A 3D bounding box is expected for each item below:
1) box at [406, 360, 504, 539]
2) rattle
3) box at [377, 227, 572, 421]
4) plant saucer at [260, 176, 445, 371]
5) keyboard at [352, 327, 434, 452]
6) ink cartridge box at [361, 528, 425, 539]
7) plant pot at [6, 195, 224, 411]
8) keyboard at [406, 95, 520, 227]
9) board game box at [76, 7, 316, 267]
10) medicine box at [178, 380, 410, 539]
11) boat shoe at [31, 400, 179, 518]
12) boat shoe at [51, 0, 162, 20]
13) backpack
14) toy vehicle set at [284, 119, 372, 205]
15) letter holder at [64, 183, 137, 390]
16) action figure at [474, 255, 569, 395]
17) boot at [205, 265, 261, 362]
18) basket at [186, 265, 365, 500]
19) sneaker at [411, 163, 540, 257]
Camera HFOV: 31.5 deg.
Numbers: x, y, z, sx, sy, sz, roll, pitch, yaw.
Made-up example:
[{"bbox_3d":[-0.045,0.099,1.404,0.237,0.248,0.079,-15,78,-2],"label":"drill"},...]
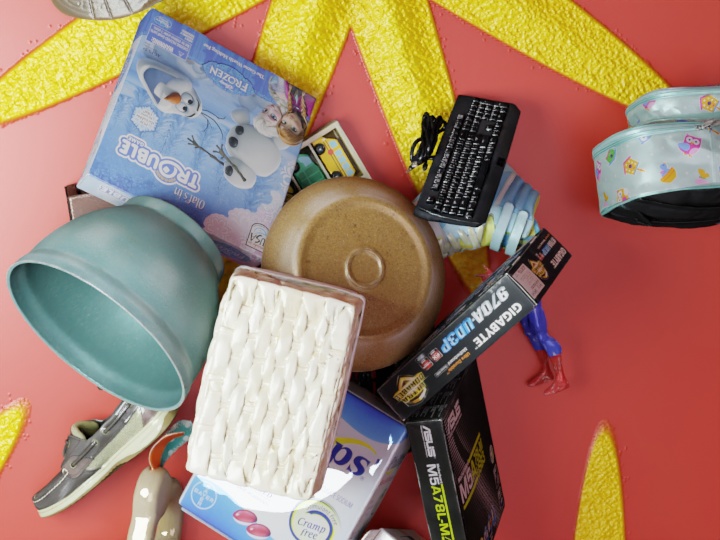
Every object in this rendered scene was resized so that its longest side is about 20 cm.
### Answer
[{"bbox_3d":[0.108,0.215,1.399,0.047,0.200,0.195,-6,104,17],"label":"box"},{"bbox_3d":[-0.256,0.244,1.370,0.142,0.130,0.202,15,121,25],"label":"rattle"},{"bbox_3d":[0.119,0.054,1.316,0.046,0.159,0.200,46,118,2],"label":"box"},{"bbox_3d":[0.000,0.000,1.286,0.198,0.035,0.202,3,80,-19],"label":"plant saucer"},{"bbox_3d":[0.034,0.114,1.446,0.103,0.040,0.202,-10,109,-25],"label":"keyboard"},{"bbox_3d":[0.025,0.348,1.400,0.067,0.200,0.117,38,91,20],"label":"ink cartridge box"},{"bbox_3d":[-0.211,0.016,1.202,0.200,0.200,0.134,45,59,-16],"label":"plant pot"},{"bbox_3d":[0.101,-0.127,1.335,0.103,0.201,0.040,7,134,14],"label":"keyboard"},{"bbox_3d":[-0.161,-0.133,1.294,0.199,0.043,0.200,26,65,-22],"label":"board game box"},{"bbox_3d":[-0.062,0.206,1.368,0.181,0.103,0.201,29,94,12],"label":"medicine box"},{"bbox_3d":[-0.281,0.186,1.357,0.200,0.072,0.066,-38,99,17],"label":"boat shoe"},{"bbox_3d":[-0.219,-0.305,1.296,0.198,0.065,0.073,-15,108,9],"label":"boat shoe"},{"bbox_3d":[0.355,-0.122,1.404,0.198,0.176,0.155,-12,86,-9],"label":"backpack"},{"bbox_3d":[-0.029,-0.048,1.404,0.124,0.027,0.201,-33,105,-5],"label":"toy vehicle set"},{"bbox_3d":[-0.222,0.005,1.334,0.141,0.101,0.202,-9,102,-13],"label":"letter holder"},{"bbox_3d":[0.170,0.048,1.445,0.098,0.065,0.202,-16,104,-18],"label":"action figure"},{"bbox_3d":[-0.096,0.050,1.312,0.199,0.069,0.174,37,55,17],"label":"boot"},{"bbox_3d":[-0.080,0.103,1.182,0.134,0.123,0.202,13,88,1],"label":"basket"},{"bbox_3d":[0.117,-0.038,1.371,0.130,0.080,0.200,38,74,13],"label":"sneaker"}]
